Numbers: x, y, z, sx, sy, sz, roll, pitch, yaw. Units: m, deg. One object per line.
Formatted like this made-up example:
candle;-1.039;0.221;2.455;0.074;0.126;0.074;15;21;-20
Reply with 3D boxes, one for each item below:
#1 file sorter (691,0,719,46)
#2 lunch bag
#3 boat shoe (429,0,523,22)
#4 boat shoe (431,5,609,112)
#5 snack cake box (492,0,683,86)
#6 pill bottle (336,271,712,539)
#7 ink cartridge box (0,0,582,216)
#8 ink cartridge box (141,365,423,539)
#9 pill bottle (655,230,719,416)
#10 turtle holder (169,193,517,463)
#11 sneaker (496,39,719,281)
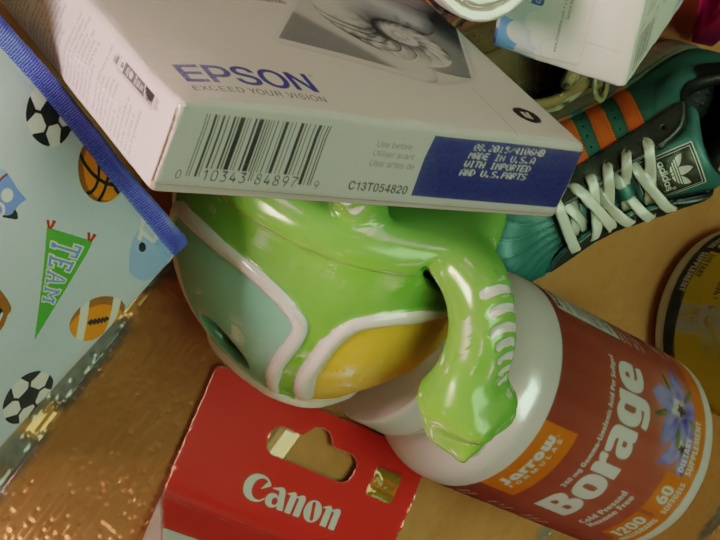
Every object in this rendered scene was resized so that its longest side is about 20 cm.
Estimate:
file sorter;0.266;-0.210;0.952;0.125;0.139;0.201;14;93;4
lunch bag;-0.195;-0.029;0.680;0.170;0.124;0.200;-51;134;-15
boat shoe;0.006;-0.194;0.756;0.074;0.060;0.200;-39;111;-8
boat shoe;0.084;-0.109;0.914;0.199;0.063;0.074;-18;111;-34
snack cake box;0.134;-0.183;0.856;0.200;0.067;0.115;-50;155;-53
pill bottle;0.081;0.066;0.926;0.200;0.112;0.113;25;86;-39
ink cartridge box;-0.039;-0.093;0.734;0.199;0.200;0.041;2;122;-39
ink cartridge box;-0.043;0.168;0.897;0.161;0.050;0.201;27;87;-39
pill bottle;0.271;0.047;1.012;0.112;0.200;0.113;-11;108;-36
turtle holder;0.000;-0.006;0.807;0.141;0.185;0.132;-50;162;-60
sneaker;0.140;-0.056;0.959;0.200;0.080;0.072;-40;124;-23
